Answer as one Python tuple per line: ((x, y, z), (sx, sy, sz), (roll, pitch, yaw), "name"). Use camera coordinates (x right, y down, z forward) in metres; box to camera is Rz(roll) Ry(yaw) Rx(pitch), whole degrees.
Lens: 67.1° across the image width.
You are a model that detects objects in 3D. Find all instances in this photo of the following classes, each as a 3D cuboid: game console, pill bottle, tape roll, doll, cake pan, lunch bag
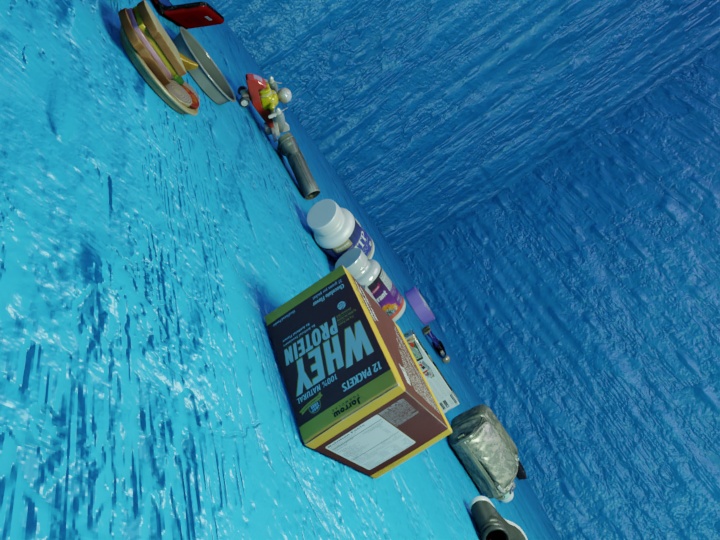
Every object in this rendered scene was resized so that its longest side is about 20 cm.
((-0.456, -0.692, 1.372), (0.200, 0.170, 0.120), (-91, 173, -75), "game console")
((-0.055, -0.094, 1.434), (0.200, 0.119, 0.120), (47, 12, -49), "pill bottle")
((0.310, 0.184, 2.834), (0.201, 0.065, 0.200), (55, 7, -10), "tape roll")
((0.359, 0.348, 2.529), (0.201, 0.048, 0.137), (55, 9, -12), "doll")
((0.022, 0.043, 1.393), (0.201, 0.111, 0.112), (53, 8, -26), "pill bottle")
((-0.373, -0.479, 1.293), (0.201, 0.037, 0.200), (56, 8, -12), "cake pan")
((0.332, 0.493, 1.468), (0.201, 0.139, 0.168), (56, 24, -2), "lunch bag")

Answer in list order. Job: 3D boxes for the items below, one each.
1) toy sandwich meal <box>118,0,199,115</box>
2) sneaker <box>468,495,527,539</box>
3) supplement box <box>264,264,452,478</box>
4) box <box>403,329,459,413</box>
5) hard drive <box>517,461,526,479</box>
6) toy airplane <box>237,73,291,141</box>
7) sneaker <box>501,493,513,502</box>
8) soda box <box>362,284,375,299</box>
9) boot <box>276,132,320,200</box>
((-0.336, -0.366, 0.942), (0.206, 0.070, 0.205), (56, 8, -11), "toy sandwich meal")
((0.310, 0.586, 1.171), (0.200, 0.071, 0.099), (48, 12, -18), "sneaker")
((-0.002, 0.142, 0.741), (0.200, 0.132, 0.198), (48, 11, -50), "supplement box")
((0.125, 0.245, 1.225), (0.201, 0.110, 0.035), (56, 7, -11), "box")
((0.753, 0.938, 2.637), (0.136, 0.042, 0.200), (59, 8, 11), "hard drive")
((-0.267, -0.501, 1.662), (0.201, 0.140, 0.199), (63, 11, -4), "toy airplane")
((0.419, 0.611, 1.709), (0.119, 0.073, 0.201), (60, 8, -24), "sneaker")
((0.041, 0.137, 1.306), (0.201, 0.063, 0.068), (57, 8, -8), "soda box")
((-0.187, -0.317, 1.696), (0.201, 0.072, 0.182), (57, 2, -2), "boot")
